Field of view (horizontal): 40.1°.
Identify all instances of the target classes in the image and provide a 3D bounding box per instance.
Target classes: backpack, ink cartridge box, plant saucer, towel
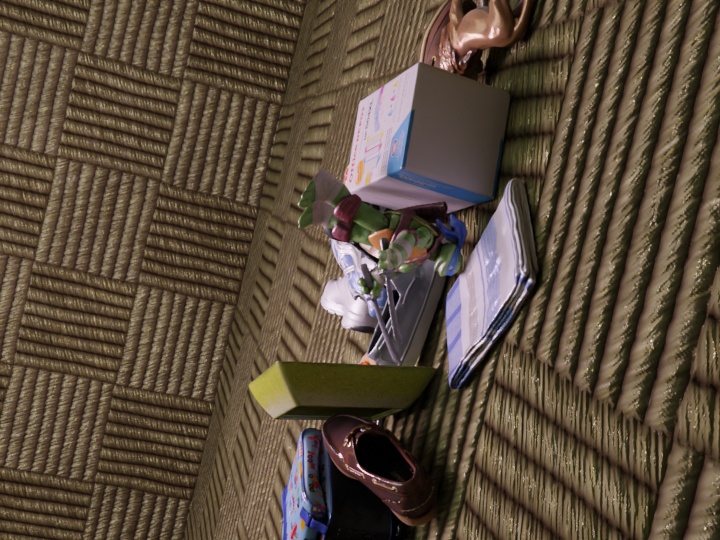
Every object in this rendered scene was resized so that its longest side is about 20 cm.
[{"bbox_3d":[-0.033,0.321,1.234,0.184,0.133,0.202,-95,19,-55],"label":"backpack"},{"bbox_3d":[0.071,-0.146,1.190,0.200,0.124,0.131,165,117,-66],"label":"ink cartridge box"},{"bbox_3d":[-0.028,0.156,1.232,0.200,0.197,0.049,139,132,-68],"label":"plant saucer"},{"bbox_3d":[0.133,0.016,1.053,0.201,0.023,0.148,116,162,-45],"label":"towel"}]

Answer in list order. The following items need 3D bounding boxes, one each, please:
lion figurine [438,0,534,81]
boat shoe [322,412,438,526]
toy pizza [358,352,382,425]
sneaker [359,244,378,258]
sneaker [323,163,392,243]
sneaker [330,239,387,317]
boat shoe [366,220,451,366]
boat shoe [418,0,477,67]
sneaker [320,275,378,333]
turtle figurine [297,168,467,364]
[{"bbox_3d":[0.150,-0.288,1.166,0.200,0.071,0.125,176,99,-72],"label":"lion figurine"},{"bbox_3d":[0.016,0.209,1.125,0.070,0.071,0.199,-41,37,-18],"label":"boat shoe"},{"bbox_3d":[-0.008,0.214,1.441,0.200,0.031,0.203,-167,90,-77],"label":"toy pizza"},{"bbox_3d":[0.036,-0.075,1.366,0.200,0.066,0.091,-124,49,-71],"label":"sneaker"},{"bbox_3d":[0.006,-0.106,1.318,0.200,0.089,0.079,-45,-47,-36],"label":"sneaker"},{"bbox_3d":[0.000,0.000,1.386,0.200,0.075,0.078,-134,57,-63],"label":"sneaker"},{"bbox_3d":[0.059,0.024,1.234,0.070,0.071,0.204,172,116,-76],"label":"boat shoe"},{"bbox_3d":[0.115,-0.270,1.325,0.067,0.072,0.202,28,98,42],"label":"boat shoe"},{"bbox_3d":[-0.005,0.037,1.513,0.200,0.073,0.088,-151,72,-67],"label":"sneaker"},{"bbox_3d":[0.007,-0.011,1.130,0.202,0.193,0.144,-60,-8,12],"label":"turtle figurine"}]
